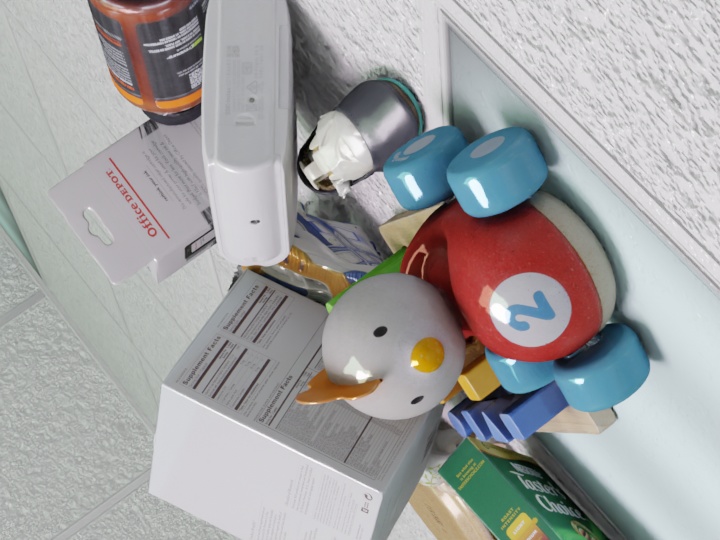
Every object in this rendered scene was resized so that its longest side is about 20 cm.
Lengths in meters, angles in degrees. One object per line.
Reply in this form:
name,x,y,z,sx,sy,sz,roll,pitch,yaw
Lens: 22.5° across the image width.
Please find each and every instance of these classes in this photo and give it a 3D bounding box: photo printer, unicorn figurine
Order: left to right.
photo printer,-0.085,-0.107,1.429,0.200,0.069,0.168,90,179,-67
unicorn figurine,0.031,0.129,1.604,0.200,0.074,0.138,50,140,10

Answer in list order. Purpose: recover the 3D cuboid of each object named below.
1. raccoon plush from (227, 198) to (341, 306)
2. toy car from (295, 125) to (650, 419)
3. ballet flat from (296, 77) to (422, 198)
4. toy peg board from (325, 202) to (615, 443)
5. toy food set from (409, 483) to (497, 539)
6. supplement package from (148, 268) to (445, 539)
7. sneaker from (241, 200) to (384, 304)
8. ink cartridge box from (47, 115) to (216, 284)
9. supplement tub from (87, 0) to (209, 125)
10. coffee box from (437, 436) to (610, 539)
raccoon plush,-0.032,0.021,1.674,0.133,0.098,0.200,20,154,-25
toy car,0.049,0.037,1.170,0.185,0.199,0.177,59,161,-18
ballet flat,-0.008,-0.091,1.351,0.073,0.073,0.200,56,165,-4
toy peg board,0.069,0.058,1.373,0.200,0.097,0.200,57,166,-5
toy food set,0.089,0.224,1.761,0.199,0.049,0.200,53,168,1
supplement package,-0.051,0.133,1.505,0.199,0.151,0.152,25,138,11
sneaker,0.000,0.000,1.529,0.199,0.088,0.076,30,133,8
ink cartridge box,-0.171,-0.074,1.645,0.116,0.199,0.068,52,165,13
supplement tub,-0.172,-0.206,1.546,0.107,0.107,0.200,49,163,24
coffee box,0.159,0.218,1.443,0.200,0.044,0.123,46,-167,34
